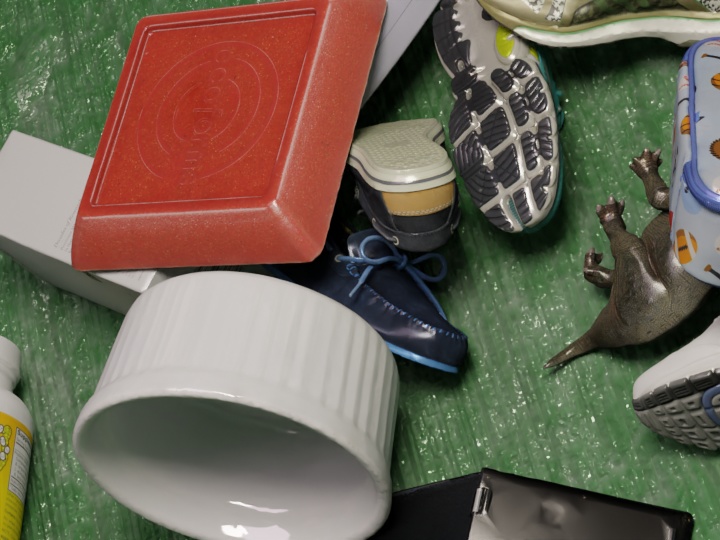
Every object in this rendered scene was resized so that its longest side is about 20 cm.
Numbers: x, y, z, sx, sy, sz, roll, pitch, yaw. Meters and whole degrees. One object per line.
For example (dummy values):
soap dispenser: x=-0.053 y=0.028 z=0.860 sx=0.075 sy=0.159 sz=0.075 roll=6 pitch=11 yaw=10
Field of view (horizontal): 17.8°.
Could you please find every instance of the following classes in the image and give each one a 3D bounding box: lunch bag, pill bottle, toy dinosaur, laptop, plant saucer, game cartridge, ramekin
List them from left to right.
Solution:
pill bottle: x=-0.283 y=0.145 z=1.593 sx=0.104 sy=0.104 sz=0.202 roll=-13 pitch=58 yaw=28
plant saucer: x=-0.095 y=-0.098 z=1.510 sx=0.199 sy=0.037 sz=0.201 roll=-2 pitch=61 yaw=31
ramekin: x=-0.070 y=0.087 z=1.425 sx=0.199 sy=0.201 sz=0.098 roll=-8 pitch=53 yaw=30
game cartridge: x=0.000 y=-0.161 z=1.580 sx=0.201 sy=0.041 sz=0.133 roll=-54 pitch=20 yaw=-3
laptop: x=0.079 y=0.226 z=1.363 sx=0.198 sy=0.116 sz=0.189 roll=11 pitch=69 yaw=7
toy dinosaur: x=0.183 y=-0.005 z=1.380 sx=0.199 sy=0.077 sz=0.103 roll=-37 pitch=43 yaw=7
lunch bag: x=0.256 y=-0.063 z=1.300 sx=0.159 sy=0.076 sz=0.201 roll=6 pitch=37 yaw=6

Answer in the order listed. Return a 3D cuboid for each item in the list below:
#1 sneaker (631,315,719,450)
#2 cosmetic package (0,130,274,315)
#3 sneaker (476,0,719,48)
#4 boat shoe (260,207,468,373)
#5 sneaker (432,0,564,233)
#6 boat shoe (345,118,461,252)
sneaker: x=0.248 y=0.038 z=1.327 sx=0.199 sy=0.075 sz=0.087 roll=-24 pitch=41 yaw=13
cosmetic package: x=-0.169 y=-0.020 z=1.606 sx=0.199 sy=0.113 sz=0.082 roll=17 pitch=74 yaw=41
sneaker: x=0.169 y=-0.194 z=1.451 sx=0.198 sy=0.089 sz=0.077 roll=2 pitch=36 yaw=9
boat shoe: x=0.000 y=0.000 z=1.495 sx=0.200 sy=0.084 sz=0.069 roll=33 pitch=97 yaw=39
sneaker: x=0.105 y=-0.106 z=1.487 sx=0.077 sy=0.079 sz=0.201 roll=-31 pitch=46 yaw=29
boat shoe: x=0.027 y=-0.058 z=1.486 sx=0.074 sy=0.063 sz=0.200 roll=-10 pitch=15 yaw=-4
